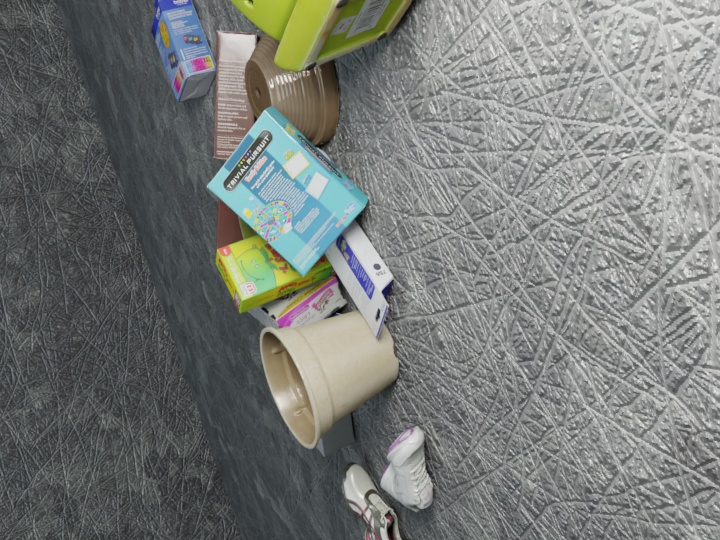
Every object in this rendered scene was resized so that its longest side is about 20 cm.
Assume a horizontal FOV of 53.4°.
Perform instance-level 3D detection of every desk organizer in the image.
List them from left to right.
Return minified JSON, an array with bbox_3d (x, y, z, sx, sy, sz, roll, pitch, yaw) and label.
[{"bbox_3d":[-0.239,-0.098,1.405,0.072,0.075,0.205,96,172,-63],"label":"desk organizer"}]

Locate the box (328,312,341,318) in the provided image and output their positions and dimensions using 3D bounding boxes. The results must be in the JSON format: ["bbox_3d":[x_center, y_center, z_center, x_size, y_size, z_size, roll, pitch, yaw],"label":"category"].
[{"bbox_3d":[-0.094,0.129,1.347,0.198,0.032,0.124,12,82,57],"label":"box"}]

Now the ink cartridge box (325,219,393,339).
[{"bbox_3d":[0.000,0.000,1.140,0.202,0.038,0.100,59,153,26],"label":"ink cartridge box"}]

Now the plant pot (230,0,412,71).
[{"bbox_3d":[-0.035,-0.349,0.777,0.184,0.196,0.200,59,154,4],"label":"plant pot"}]

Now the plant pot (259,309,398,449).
[{"bbox_3d":[-0.043,0.158,1.175,0.200,0.180,0.205,44,145,43],"label":"plant pot"}]

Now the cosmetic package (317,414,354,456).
[{"bbox_3d":[-0.079,0.257,1.448,0.112,0.080,0.205,35,140,51],"label":"cosmetic package"}]

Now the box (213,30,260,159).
[{"bbox_3d":[-0.207,-0.293,1.209,0.100,0.073,0.206,-109,24,-77],"label":"box"}]

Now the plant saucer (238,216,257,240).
[{"bbox_3d":[-0.188,-0.107,1.355,0.200,0.030,0.206,-8,-90,-81],"label":"plant saucer"}]

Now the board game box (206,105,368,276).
[{"bbox_3d":[-0.108,-0.117,1.073,0.199,0.047,0.151,43,112,-7],"label":"board game box"}]

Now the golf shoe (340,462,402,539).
[{"bbox_3d":[0.031,0.470,1.414,0.087,0.076,0.204,-30,83,44],"label":"golf shoe"}]

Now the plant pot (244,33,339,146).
[{"bbox_3d":[-0.119,-0.286,1.107,0.201,0.091,0.205,43,144,43],"label":"plant pot"}]

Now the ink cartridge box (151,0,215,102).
[{"bbox_3d":[-0.382,-0.484,1.522,0.136,0.075,0.205,-24,85,65],"label":"ink cartridge box"}]

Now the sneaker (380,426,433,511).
[{"bbox_3d":[0.091,0.331,1.185,0.099,0.074,0.203,39,148,25],"label":"sneaker"}]

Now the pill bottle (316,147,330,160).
[{"bbox_3d":[-0.128,-0.144,1.195,0.198,0.111,0.116,-7,103,56],"label":"pill bottle"}]

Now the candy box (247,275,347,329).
[{"bbox_3d":[-0.131,0.045,1.319,0.199,0.135,0.062,26,147,55],"label":"candy box"}]

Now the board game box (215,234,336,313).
[{"bbox_3d":[-0.135,-0.016,1.213,0.103,0.196,0.048,58,153,20],"label":"board game box"}]
